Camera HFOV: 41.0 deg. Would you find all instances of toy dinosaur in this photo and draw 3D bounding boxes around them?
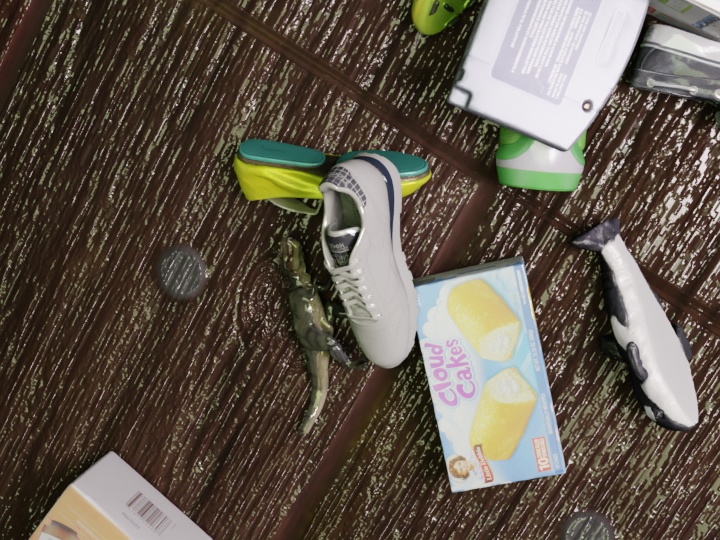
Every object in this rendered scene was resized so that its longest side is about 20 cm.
[{"bbox_3d":[-0.032,0.062,0.961,0.086,0.047,0.205,-5,99,16],"label":"toy dinosaur"}]

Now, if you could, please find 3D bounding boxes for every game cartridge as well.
[{"bbox_3d":[0.167,-0.211,0.805,0.131,0.041,0.204,22,97,-1],"label":"game cartridge"}]

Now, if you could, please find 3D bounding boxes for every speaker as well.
[{"bbox_3d":[0.170,-0.178,0.871,0.086,0.088,0.205,5,99,8],"label":"speaker"}]

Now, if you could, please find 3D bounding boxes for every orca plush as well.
[{"bbox_3d":[0.244,0.060,0.904,0.071,0.105,0.202,-28,97,43],"label":"orca plush"}]

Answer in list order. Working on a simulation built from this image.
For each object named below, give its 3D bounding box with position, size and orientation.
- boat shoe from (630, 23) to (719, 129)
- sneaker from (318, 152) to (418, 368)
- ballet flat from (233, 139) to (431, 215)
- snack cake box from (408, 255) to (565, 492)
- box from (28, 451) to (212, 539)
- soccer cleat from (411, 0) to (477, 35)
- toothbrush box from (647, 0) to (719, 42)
[{"bbox_3d":[0.339,-0.156,0.855,0.196,0.072,0.069,21,99,8],"label":"boat shoe"},{"bbox_3d":[0.000,0.000,0.872,0.075,0.080,0.204,-1,110,30],"label":"sneaker"},{"bbox_3d":[-0.028,-0.084,0.935,0.195,0.067,0.068,7,120,11],"label":"ballet flat"},{"bbox_3d":[0.122,0.099,0.928,0.112,0.067,0.205,-12,96,10],"label":"snack cake box"},{"bbox_3d":[-0.279,0.325,1.005,0.151,0.106,0.201,39,102,2],"label":"box"},{"bbox_3d":[0.087,-0.320,0.887,0.083,0.064,0.204,31,108,34],"label":"soccer cleat"},{"bbox_3d":[0.319,-0.304,0.799,0.085,0.146,0.203,24,102,4],"label":"toothbrush box"}]
